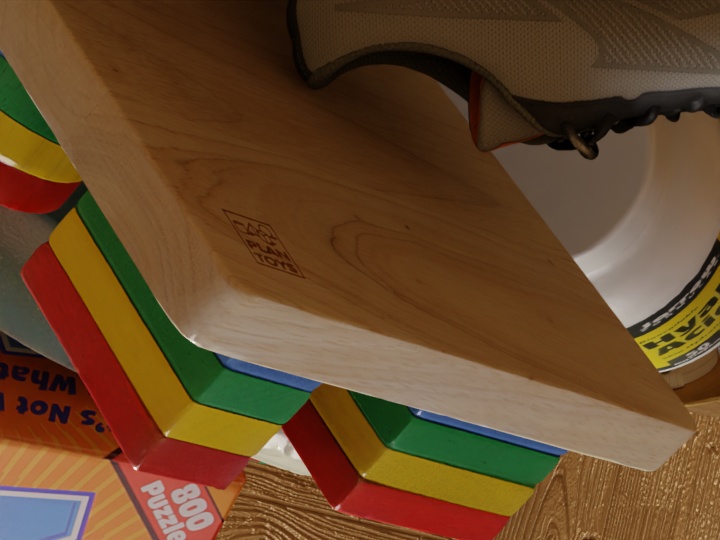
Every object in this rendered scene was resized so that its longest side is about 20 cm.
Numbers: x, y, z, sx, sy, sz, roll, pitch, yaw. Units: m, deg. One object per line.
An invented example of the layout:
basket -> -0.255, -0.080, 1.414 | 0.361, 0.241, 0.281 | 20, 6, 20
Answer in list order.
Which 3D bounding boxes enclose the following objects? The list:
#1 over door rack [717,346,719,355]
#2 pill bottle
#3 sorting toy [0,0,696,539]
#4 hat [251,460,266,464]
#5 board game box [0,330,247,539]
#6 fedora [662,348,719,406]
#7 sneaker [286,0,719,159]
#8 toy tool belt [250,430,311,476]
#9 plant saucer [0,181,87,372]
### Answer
over door rack -> 0.231, 0.027, 1.220 | 0.199, 0.067, 0.148 | 4, 176, -17
pill bottle -> 0.082, -0.026, 0.953 | 0.111, 0.112, 0.200 | 13, 176, 18
sorting toy -> -0.035, -0.020, 0.715 | 0.200, 0.070, 0.199 | 18, -150, -50
hat -> -0.030, -0.013, 1.358 | 0.165, 0.177, 0.200 | 10, -147, 8
board game box -> -0.180, 0.055, 0.844 | 0.199, 0.200, 0.200 | 13, -147, -25
fedora -> 0.117, 0.006, 1.336 | 0.199, 0.082, 0.201 | 3, -163, -1
sneaker -> 0.074, -0.062, 0.722 | 0.199, 0.080, 0.074 | 13, 174, -4
toy tool belt -> -0.025, 0.008, 0.971 | 0.124, 0.124, 0.200 | 20, 174, -7
plant saucer -> -0.089, -0.047, 0.808 | 0.200, 0.027, 0.201 | 35, -152, -21
